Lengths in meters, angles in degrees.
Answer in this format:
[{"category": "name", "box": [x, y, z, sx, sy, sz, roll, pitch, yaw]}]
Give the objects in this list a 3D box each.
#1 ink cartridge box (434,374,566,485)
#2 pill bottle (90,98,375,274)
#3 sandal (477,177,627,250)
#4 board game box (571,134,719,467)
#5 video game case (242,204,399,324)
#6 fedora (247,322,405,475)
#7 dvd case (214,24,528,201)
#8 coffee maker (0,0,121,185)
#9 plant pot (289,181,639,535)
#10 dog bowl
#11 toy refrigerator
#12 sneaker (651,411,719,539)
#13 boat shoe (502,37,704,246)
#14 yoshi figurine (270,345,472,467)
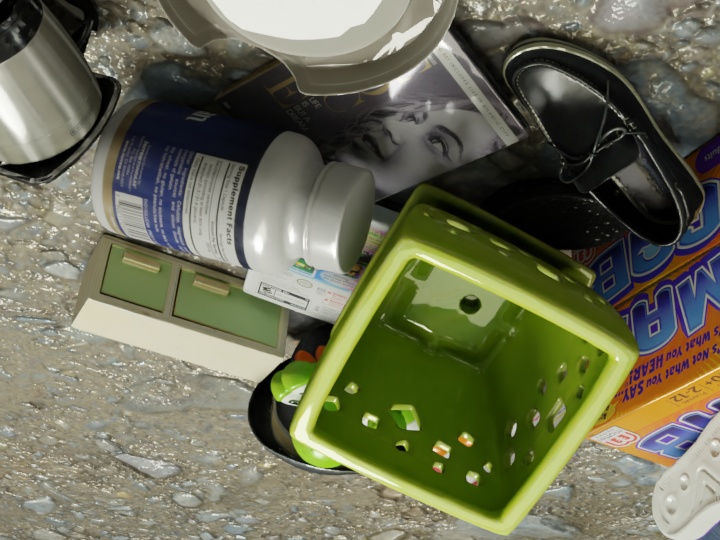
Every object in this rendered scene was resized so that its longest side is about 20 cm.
[{"category": "ink cartridge box", "box": [0.153, 0.134, 1.115, 0.145, 0.083, 0.200, -27, 159, -28]}, {"category": "pill bottle", "box": [-0.095, -0.060, 0.846, 0.200, 0.111, 0.111, 15, 149, 15]}, {"category": "sandal", "box": [0.139, -0.051, 0.941, 0.200, 0.048, 0.075, -6, 146, 39]}, {"category": "board game box", "box": [0.319, 0.042, 0.912, 0.200, 0.200, 0.200, 22, 143, -23]}, {"category": "video game case", "box": [0.000, 0.000, 1.019, 0.200, 0.024, 0.182, 20, 145, -4]}, {"category": "fedora", "box": [-0.019, 0.112, 1.100, 0.200, 0.201, 0.092, 6, 122, -2]}, {"category": "dvd case", "box": [0.007, -0.121, 0.845, 0.200, 0.016, 0.149, -22, 126, 33]}, {"category": "coffee maker", "box": [-0.288, -0.165, 0.734, 0.192, 0.135, 0.200, -3, 145, 13]}, {"category": "plant pot", "box": [0.080, 0.055, 0.877, 0.200, 0.182, 0.199, 27, 114, -6]}, {"category": "dog bowl", "box": [-0.034, -0.204, 0.699, 0.200, 0.059, 0.200, 5, 142, 4]}, {"category": "toy refrigerator", "box": [-0.173, 0.039, 1.080, 0.200, 0.076, 0.070, 19, 144, -20]}, {"category": "sneaker", "box": [0.334, 0.157, 0.842, 0.146, 0.081, 0.200, 7, 144, -19]}, {"category": "boat shoe", "box": [0.182, -0.094, 0.817, 0.200, 0.062, 0.075, 43, 134, -17]}, {"category": "yoshi figurine", "box": [0.012, 0.138, 0.971, 0.200, 0.112, 0.113, 16, 108, -29]}]
